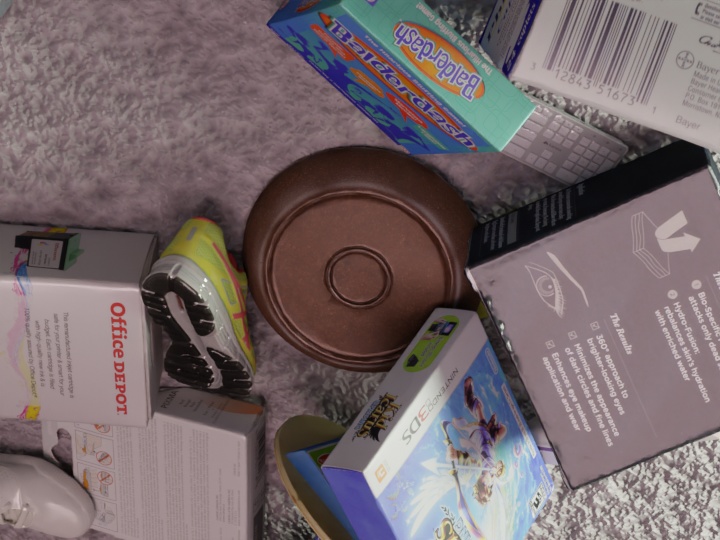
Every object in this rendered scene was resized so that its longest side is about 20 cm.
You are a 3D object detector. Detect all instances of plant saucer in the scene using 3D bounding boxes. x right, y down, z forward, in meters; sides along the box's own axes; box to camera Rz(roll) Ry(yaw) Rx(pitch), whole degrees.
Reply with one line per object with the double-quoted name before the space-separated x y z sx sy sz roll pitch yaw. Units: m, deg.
"plant saucer" 0.000 0.000 1.624 0.200 0.035 0.201 4 116 9

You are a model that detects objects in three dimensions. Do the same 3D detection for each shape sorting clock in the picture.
"shape sorting clock" 0.004 0.199 1.675 0.200 0.200 0.039 41 112 -20

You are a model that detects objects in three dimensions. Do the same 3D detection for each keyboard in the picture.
"keyboard" 0.107 -0.119 1.565 0.200 0.011 0.056 26 123 -11

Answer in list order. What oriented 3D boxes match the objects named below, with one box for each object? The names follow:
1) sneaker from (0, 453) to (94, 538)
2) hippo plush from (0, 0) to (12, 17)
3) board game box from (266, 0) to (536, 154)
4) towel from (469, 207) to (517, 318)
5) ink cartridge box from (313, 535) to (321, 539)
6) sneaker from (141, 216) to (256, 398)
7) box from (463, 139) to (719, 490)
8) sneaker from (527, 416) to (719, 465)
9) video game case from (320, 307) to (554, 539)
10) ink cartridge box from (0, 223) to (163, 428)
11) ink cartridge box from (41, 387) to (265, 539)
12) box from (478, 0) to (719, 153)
"sneaker" -0.332 0.198 1.772 0.200 0.089 0.075 26 127 -9
"hippo plush" -0.360 -0.209 1.499 0.161 0.159 0.200 39 163 1
"board game box" 0.024 -0.147 1.443 0.152 0.200 0.045 41 80 -14
"towel" 0.056 0.017 1.659 0.200 0.018 0.086 -22 122 19
"ink cartridge box" 0.004 0.280 1.749 0.200 0.076 0.136 11 132 -45
"sneaker" -0.118 0.032 1.652 0.078 0.090 0.200 11 148 12
"box" 0.210 0.030 1.551 0.200 0.117 0.197 -23 103 12
"sneaker" 0.219 0.089 1.667 0.200 0.073 0.115 -14 110 12
"video game case" 0.067 0.163 1.594 0.045 0.181 0.200 4 133 39
"ink cartridge box" -0.266 0.043 1.668 0.199 0.084 0.145 4 124 4
"ink cartridge box" -0.181 0.171 1.782 0.200 0.050 0.163 15 127 17
"box" 0.193 -0.163 1.402 0.184 0.200 0.105 19 101 -7
